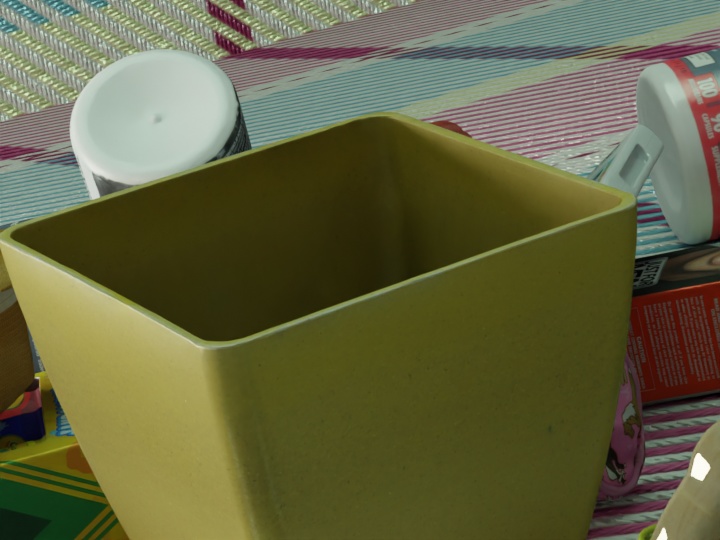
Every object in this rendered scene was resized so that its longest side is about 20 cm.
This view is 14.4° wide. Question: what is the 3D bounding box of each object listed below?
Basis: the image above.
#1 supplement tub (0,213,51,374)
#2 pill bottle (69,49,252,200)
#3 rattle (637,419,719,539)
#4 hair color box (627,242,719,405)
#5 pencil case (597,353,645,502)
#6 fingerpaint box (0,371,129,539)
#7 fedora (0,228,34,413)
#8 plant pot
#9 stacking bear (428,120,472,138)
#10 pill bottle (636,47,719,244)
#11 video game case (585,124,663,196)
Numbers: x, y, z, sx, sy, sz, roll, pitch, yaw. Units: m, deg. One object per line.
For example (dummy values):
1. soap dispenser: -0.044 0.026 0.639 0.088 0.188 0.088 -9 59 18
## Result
1. supplement tub: -0.145 0.030 1.663 0.199 0.141 0.140 -12 11 7
2. pill bottle: -0.112 -0.038 1.787 0.106 0.200 0.106 -4 54 6
3. rattle: 0.203 0.114 0.993 0.200 0.131 0.143 12 4 -39
4. hair color box: 0.195 0.022 1.493 0.199 0.061 0.102 -10 11 14
5. pencil case: 0.035 0.077 1.346 0.200 0.087 0.083 -9 19 34
6. fingerpaint box: -0.185 0.109 1.481 0.166 0.074 0.200 -15 11 -5
7. fedora: -0.233 0.046 1.453 0.200 0.082 0.201 -19 12 4
8. plant pot: -0.010 0.059 1.192 0.200 0.177 0.200 -18 22 -27
9. stacking bear: 0.078 -0.011 1.710 0.114 0.122 0.200 -17 18 -29
10. pill bottle: 0.289 -0.097 1.839 0.199 0.120 0.120 -15 11 -5
11. video game case: 0.077 0.016 1.487 0.200 0.024 0.182 -47 1 18
